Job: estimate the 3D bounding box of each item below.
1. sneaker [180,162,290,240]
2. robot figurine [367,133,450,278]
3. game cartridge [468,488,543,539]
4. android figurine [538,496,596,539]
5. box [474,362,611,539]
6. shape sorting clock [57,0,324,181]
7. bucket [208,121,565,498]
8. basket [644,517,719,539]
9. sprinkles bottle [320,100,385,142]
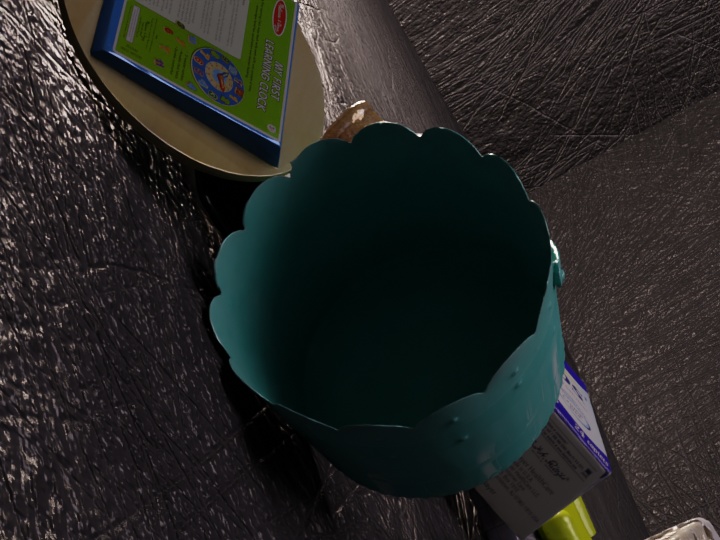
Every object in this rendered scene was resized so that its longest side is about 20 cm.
[{"bbox_3d":[-0.090,-0.096,0.973,0.201,0.073,0.080,62,16,10],"label":"sneaker"},{"bbox_3d":[0.034,0.003,1.061,0.150,0.124,0.202,-25,126,-57],"label":"robot figurine"},{"bbox_3d":[0.156,0.266,1.411,0.130,0.038,0.200,62,9,20],"label":"game cartridge"},{"bbox_3d":[0.203,0.252,1.488,0.202,0.041,0.182,65,10,2],"label":"android figurine"},{"bbox_3d":[0.119,0.105,1.330,0.184,0.105,0.200,48,12,-13],"label":"box"},{"bbox_3d":[-0.103,-0.141,0.931,0.199,0.039,0.201,24,45,-27],"label":"shape sorting clock"},{"bbox_3d":[0.026,0.028,0.890,0.135,0.205,0.209,60,7,-57],"label":"bucket"},{"bbox_3d":[0.189,0.297,1.008,0.200,0.199,0.161,64,12,13],"label":"basket"},{"bbox_3d":[0.050,-0.046,1.201,0.200,0.068,0.068,44,9,5],"label":"sprinkles bottle"}]
